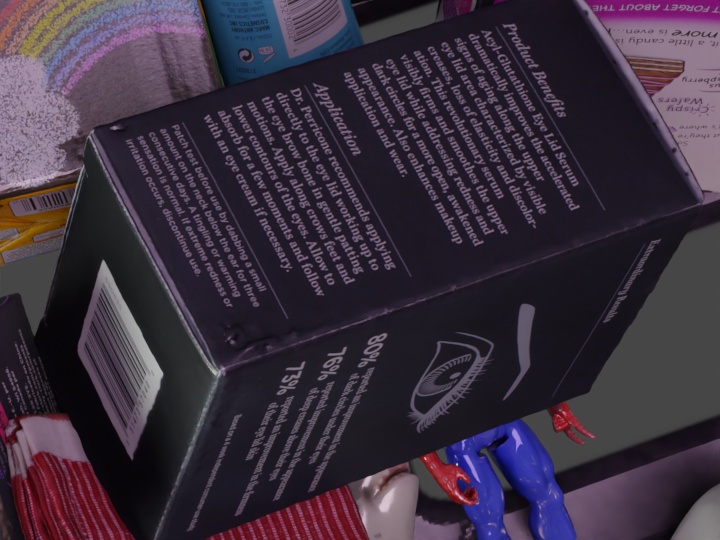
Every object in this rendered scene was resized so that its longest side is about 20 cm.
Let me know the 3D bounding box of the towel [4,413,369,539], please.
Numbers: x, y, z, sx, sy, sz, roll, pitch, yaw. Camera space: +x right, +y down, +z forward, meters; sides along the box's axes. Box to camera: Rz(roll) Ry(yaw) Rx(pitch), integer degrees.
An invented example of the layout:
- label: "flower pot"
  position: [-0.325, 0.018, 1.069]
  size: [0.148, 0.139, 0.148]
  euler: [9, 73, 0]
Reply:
- label: "towel"
  position: [-0.043, 0.136, 1.074]
  size: [0.144, 0.023, 0.200]
  euler: [2, 54, -35]

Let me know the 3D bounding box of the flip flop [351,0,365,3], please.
- label: "flip flop"
  position: [0.041, -0.149, 1.176]
  size: [0.200, 0.081, 0.058]
  euler: [-13, 81, -1]

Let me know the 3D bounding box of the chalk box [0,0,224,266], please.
- label: "chalk box"
  position: [-0.129, -0.115, 1.116]
  size: [0.124, 0.124, 0.200]
  euler: [-14, 81, -5]

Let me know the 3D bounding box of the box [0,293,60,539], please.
- label: "box"
  position: [-0.194, 0.091, 1.081]
  size: [0.122, 0.200, 0.106]
  euler: [-16, 97, 18]

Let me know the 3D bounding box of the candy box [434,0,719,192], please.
- label: "candy box"
  position: [0.103, -0.106, 1.122]
  size: [0.136, 0.200, 0.061]
  euler: [0, 58, -8]

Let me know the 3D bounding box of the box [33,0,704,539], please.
- label: "box"
  position: [0.000, 0.000, 1.060]
  size: [0.200, 0.148, 0.104]
  euler: [-19, 66, -25]

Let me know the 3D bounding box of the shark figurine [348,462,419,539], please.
- label: "shark figurine"
  position: [-0.043, 0.162, 1.172]
  size: [0.089, 0.215, 0.128]
  euler: [8, 129, 28]

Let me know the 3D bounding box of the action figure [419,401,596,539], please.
- label: "action figure"
  position: [0.052, 0.069, 1.189]
  size: [0.065, 0.052, 0.200]
  euler: [-32, 102, -19]

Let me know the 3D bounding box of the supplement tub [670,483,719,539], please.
- label: "supplement tub"
  position: [0.218, 0.178, 1.183]
  size: [0.200, 0.145, 0.145]
  euler: [19, 92, -8]

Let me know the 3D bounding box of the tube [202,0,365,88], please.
- label: "tube"
  position: [-0.019, -0.058, 1.152]
  size: [0.077, 0.050, 0.200]
  euler: [-17, 127, -2]
